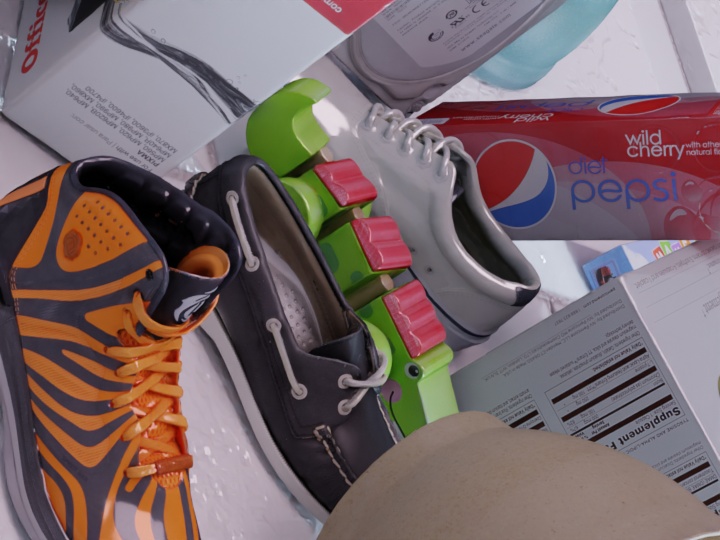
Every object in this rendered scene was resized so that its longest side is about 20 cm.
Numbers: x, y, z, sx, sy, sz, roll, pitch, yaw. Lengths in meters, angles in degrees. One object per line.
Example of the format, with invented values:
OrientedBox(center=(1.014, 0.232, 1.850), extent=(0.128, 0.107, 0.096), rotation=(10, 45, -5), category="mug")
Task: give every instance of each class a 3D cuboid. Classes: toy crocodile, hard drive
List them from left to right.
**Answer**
OrientedBox(center=(0.000, 0.000, 1.171), extent=(0.067, 0.062, 0.201), rotation=(-17, 79, -58), category="toy crocodile")
OrientedBox(center=(0.032, -0.166, 1.236), extent=(0.038, 0.139, 0.200), rotation=(60, 11, 30), category="hard drive")

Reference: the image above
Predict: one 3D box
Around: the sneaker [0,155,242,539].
OrientedBox(center=(-0.091, 0.046, 0.951), extent=(0.077, 0.112, 0.201), rotation=(-11, 73, -57), category="sneaker")

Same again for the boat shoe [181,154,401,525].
OrientedBox(center=(-0.023, 0.039, 1.106), extent=(0.201, 0.060, 0.074), rotation=(60, 30, 1), category="boat shoe")

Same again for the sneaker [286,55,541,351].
OrientedBox(center=(0.023, -0.053, 1.239), extent=(0.200, 0.071, 0.073), rotation=(51, 32, -11), category="sneaker")

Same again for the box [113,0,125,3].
OrientedBox(center=(-0.112, -0.228, 0.994), extent=(0.122, 0.193, 0.200), rotation=(42, -9, -22), category="box")

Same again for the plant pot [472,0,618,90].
OrientedBox(center=(0.105, -0.233, 1.453), extent=(0.200, 0.134, 0.201), rotation=(36, 37, -34), category="plant pot")

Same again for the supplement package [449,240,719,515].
OrientedBox(center=(0.167, 0.105, 1.242), extent=(0.201, 0.147, 0.191), rotation=(61, 31, 5), category="supplement package")

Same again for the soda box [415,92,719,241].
OrientedBox(center=(0.125, -0.055, 1.262), extent=(0.063, 0.198, 0.071), rotation=(-32, 118, -59), category="soda box")

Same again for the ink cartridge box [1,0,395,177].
OrientedBox(center=(-0.066, -0.147, 1.069), extent=(0.084, 0.200, 0.145), rotation=(34, 38, -29), category="ink cartridge box")

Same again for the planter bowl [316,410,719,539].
OrientedBox(center=(0.061, 0.149, 1.035), extent=(0.135, 0.201, 0.200), rotation=(44, 21, 31), category="planter bowl")

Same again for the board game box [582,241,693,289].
OrientedBox(center=(0.226, 0.072, 1.463), extent=(0.151, 0.036, 0.201), rotation=(-12, 73, -57), category="board game box")
